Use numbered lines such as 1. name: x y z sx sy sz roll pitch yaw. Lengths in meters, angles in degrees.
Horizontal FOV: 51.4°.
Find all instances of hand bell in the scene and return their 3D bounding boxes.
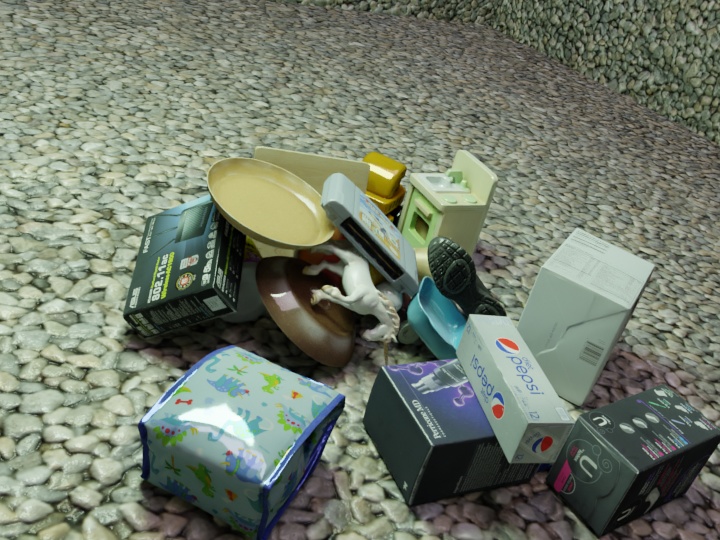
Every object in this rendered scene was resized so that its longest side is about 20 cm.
1. hand bell: 0.061 -0.019 1.353 0.198 0.105 0.104 8 29 9

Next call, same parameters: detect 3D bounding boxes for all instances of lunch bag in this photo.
1. lunch bag: -0.131 0.181 0.866 0.169 0.128 0.200 23 40 13

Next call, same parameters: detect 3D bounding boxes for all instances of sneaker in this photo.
1. sneaker: 0.166 0.021 1.256 0.076 0.201 0.091 -34 26 3

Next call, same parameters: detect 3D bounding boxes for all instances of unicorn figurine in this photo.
1. unicorn figurine: -0.011 0.029 1.092 0.136 0.074 0.202 9 61 -30

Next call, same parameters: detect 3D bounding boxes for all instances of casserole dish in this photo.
1. casserole dish: 0.121 0.079 1.181 0.121 0.039 0.200 50 18 -4

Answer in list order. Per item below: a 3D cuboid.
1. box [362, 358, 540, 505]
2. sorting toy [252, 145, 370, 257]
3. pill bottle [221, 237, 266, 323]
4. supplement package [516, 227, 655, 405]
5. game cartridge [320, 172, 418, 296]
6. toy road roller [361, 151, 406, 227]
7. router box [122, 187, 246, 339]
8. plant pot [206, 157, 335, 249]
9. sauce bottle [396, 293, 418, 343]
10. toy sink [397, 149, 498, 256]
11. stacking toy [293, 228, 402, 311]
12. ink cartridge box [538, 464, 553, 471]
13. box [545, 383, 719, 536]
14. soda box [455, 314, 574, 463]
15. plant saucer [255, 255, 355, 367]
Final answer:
1. box: 0.126 0.201 0.975 0.198 0.105 0.148 -2 35 -29
2. sorting toy: -0.101 -0.106 1.302 0.198 0.201 0.070 6 15 -16
3. pill bottle: -0.210 -0.015 1.176 0.103 0.105 0.200 -2 34 -29
4. supplement package: 0.355 0.070 1.217 0.146 0.193 0.200 28 32 20
5. game cartridge: 0.018 -0.060 1.158 0.200 0.041 0.134 45 24 -20
6. toy road roller: 0.015 -0.142 1.454 0.122 0.147 0.200 25 31 17
7. router box: -0.246 -0.013 1.074 0.149 0.062 0.201 -18 45 18
8. plant pot: -0.131 -0.093 1.081 0.199 0.028 0.201 22 32 -14
9. sauce bottle: 0.047 0.043 1.241 0.065 0.067 0.200 3 31 -21
10. toy sink: 0.157 -0.116 1.426 0.111 0.201 0.131 -3 35 -30
11. stacking toy: 0.000 0.000 1.201 0.145 0.147 0.200 -15 45 -42
12. ink cartridge box: 0.232 0.199 1.090 0.093 0.045 0.200 -3 35 -27
13. box: 0.364 0.246 0.994 0.199 0.123 0.106 -8 38 -36
14. soda box: 0.185 0.142 0.929 0.063 0.069 0.201 4 33 -18
15. plant saucer: -0.070 0.049 1.105 0.200 0.037 0.201 43 21 -21
